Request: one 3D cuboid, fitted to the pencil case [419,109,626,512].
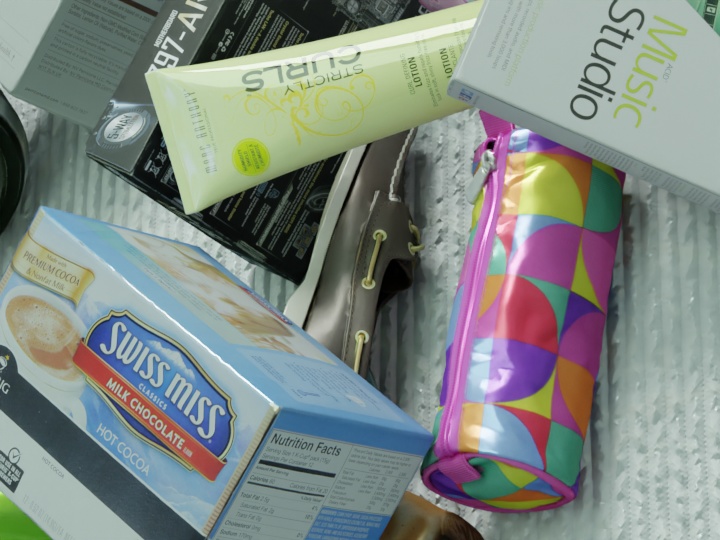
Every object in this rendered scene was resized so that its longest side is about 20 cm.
[{"bbox_3d":[0.081,0.021,1.500,0.088,0.088,0.201,-9,63,36],"label":"pencil case"}]

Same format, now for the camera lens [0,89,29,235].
[{"bbox_3d":[-0.306,-0.095,1.822,0.160,0.160,0.200,-46,47,10],"label":"camera lens"}]

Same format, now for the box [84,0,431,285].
[{"bbox_3d":[-0.044,-0.113,1.619,0.043,0.160,0.201,25,84,41],"label":"box"}]

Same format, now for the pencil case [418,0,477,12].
[{"bbox_3d":[0.109,-0.150,1.568,0.200,0.087,0.088,31,88,46],"label":"pencil case"}]

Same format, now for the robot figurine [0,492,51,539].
[{"bbox_3d":[-0.195,0.116,1.642,0.176,0.115,0.201,117,155,-43],"label":"robot figurine"}]

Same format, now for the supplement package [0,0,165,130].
[{"bbox_3d":[-0.146,-0.196,1.758,0.117,0.117,0.201,40,103,45],"label":"supplement package"}]

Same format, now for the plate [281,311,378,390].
[{"bbox_3d":[-0.073,0.112,1.616,0.199,0.026,0.201,-19,56,31],"label":"plate"}]

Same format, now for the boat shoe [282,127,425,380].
[{"bbox_3d":[0.000,0.000,1.592,0.059,0.072,0.201,18,60,3],"label":"boat shoe"}]

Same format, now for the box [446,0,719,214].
[{"bbox_3d":[0.160,-0.115,1.455,0.036,0.199,0.145,124,169,-80],"label":"box"}]

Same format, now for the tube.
[{"bbox_3d":[-0.008,-0.091,1.526,0.199,0.052,0.058,-15,53,9],"label":"tube"}]

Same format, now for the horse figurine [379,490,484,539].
[{"bbox_3d":[-0.007,0.155,1.513,0.199,0.050,0.133,-1,67,29],"label":"horse figurine"}]

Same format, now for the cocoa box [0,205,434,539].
[{"bbox_3d":[-0.091,0.078,1.473,0.200,0.133,0.132,38,104,36],"label":"cocoa box"}]
